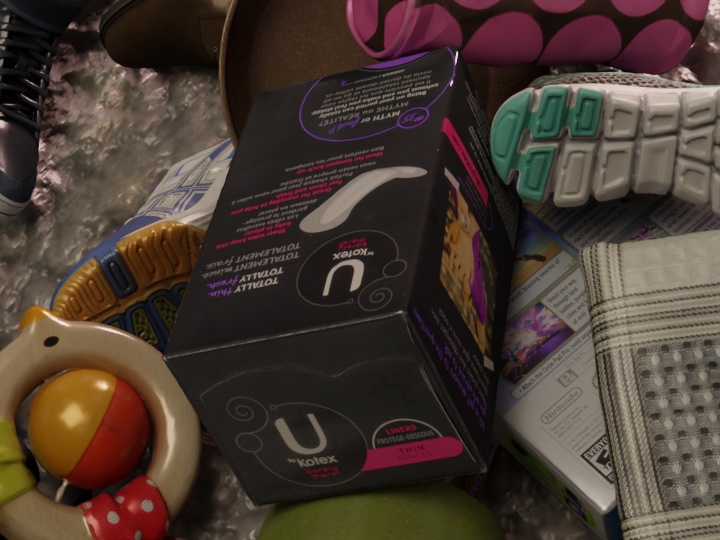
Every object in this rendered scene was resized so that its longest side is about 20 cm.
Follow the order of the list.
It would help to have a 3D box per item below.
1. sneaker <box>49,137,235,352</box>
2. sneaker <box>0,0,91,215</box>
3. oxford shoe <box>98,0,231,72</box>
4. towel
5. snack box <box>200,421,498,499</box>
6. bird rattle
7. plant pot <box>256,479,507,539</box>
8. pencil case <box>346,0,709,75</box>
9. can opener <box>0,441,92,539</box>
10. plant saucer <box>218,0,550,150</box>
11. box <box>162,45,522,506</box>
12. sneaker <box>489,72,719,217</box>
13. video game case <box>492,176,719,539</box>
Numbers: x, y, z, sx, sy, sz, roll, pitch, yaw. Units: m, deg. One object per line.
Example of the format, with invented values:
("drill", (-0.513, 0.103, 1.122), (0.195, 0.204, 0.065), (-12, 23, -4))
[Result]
("sneaker", (-0.100, -0.020, 0.992), (0.199, 0.076, 0.088), (-32, 32, -20))
("sneaker", (-0.214, -0.148, 1.092), (0.146, 0.077, 0.203), (-36, 51, 26))
("oxford shoe", (-0.077, -0.146, 1.060), (0.199, 0.073, 0.085), (-5, 63, 21))
("towel", (0.213, 0.067, 0.787), (0.198, 0.035, 0.194), (-5, 68, -2))
("snack box", (-0.018, 0.076, 0.936), (0.199, 0.024, 0.072), (11, 64, 28))
("bird rattle", (-0.147, 0.106, 0.890), (0.199, 0.113, 0.164), (23, 66, 0))
("plant pot", (0.002, 0.202, 0.778), (0.199, 0.201, 0.191), (-7, 47, 19))
("pencil case", (0.087, -0.148, 0.910), (0.094, 0.199, 0.091), (49, 130, 48))
("can opener", (-0.232, 0.186, 0.941), (0.078, 0.063, 0.201), (23, 73, 31))
("plant saucer", (0.011, -0.110, 0.958), (0.201, 0.200, 0.037), (-50, 19, -10))
("box", (0.000, 0.000, 0.814), (0.121, 0.106, 0.201), (-11, 37, 22))
("sneaker", (0.166, -0.071, 0.860), (0.198, 0.078, 0.091), (10, 21, 2))
("video game case", (0.137, 0.014, 0.880), (0.200, 0.046, 0.181), (-39, 56, -13))
